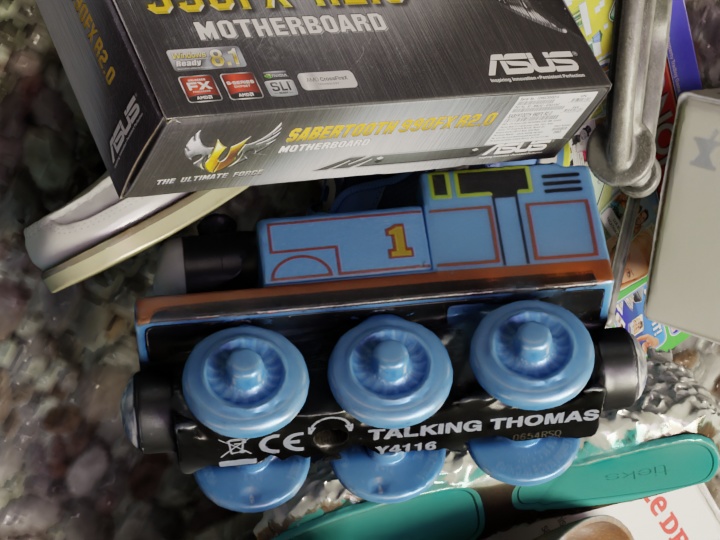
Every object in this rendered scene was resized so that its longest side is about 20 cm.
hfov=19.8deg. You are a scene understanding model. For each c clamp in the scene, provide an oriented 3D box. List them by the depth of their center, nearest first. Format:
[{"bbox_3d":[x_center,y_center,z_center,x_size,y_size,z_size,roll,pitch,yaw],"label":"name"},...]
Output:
[{"bbox_3d":[0.118,-0.069,0.870,0.200,0.027,0.172,34,65,-77],"label":"c clamp"}]

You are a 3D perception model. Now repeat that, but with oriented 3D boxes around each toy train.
[{"bbox_3d":[0.007,0.024,0.791,0.199,0.115,0.087,-5,145,-4],"label":"toy train"}]

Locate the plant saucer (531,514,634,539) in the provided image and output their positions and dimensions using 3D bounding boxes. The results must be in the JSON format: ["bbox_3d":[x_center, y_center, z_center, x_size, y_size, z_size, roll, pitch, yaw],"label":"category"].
[{"bbox_3d":[0.066,0.195,0.849,0.200,0.034,0.201,-34,130,-53],"label":"plant saucer"}]

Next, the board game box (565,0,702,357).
[{"bbox_3d":[0.109,-0.041,0.972,0.134,0.029,0.201,-31,121,-23],"label":"board game box"}]

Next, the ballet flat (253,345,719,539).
[{"bbox_3d":[0.051,0.076,0.850,0.199,0.072,0.072,-11,114,-6],"label":"ballet flat"}]

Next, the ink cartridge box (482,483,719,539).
[{"bbox_3d":[0.058,0.140,0.941,0.200,0.084,0.145,-39,125,-7],"label":"ink cartridge box"}]

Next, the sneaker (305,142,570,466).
[{"bbox_3d":[0.000,0.000,0.878,0.082,0.074,0.200,38,89,-23],"label":"sneaker"}]

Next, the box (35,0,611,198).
[{"bbox_3d":[-0.023,-0.110,0.774,0.199,0.159,0.048,-6,150,-34],"label":"box"}]

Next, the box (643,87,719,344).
[{"bbox_3d":[0.239,-0.025,0.973,0.200,0.128,0.109,-13,116,-54],"label":"box"}]

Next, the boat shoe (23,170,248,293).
[{"bbox_3d":[-0.061,-0.065,0.815,0.200,0.075,0.069,-39,102,-34],"label":"boat shoe"}]
